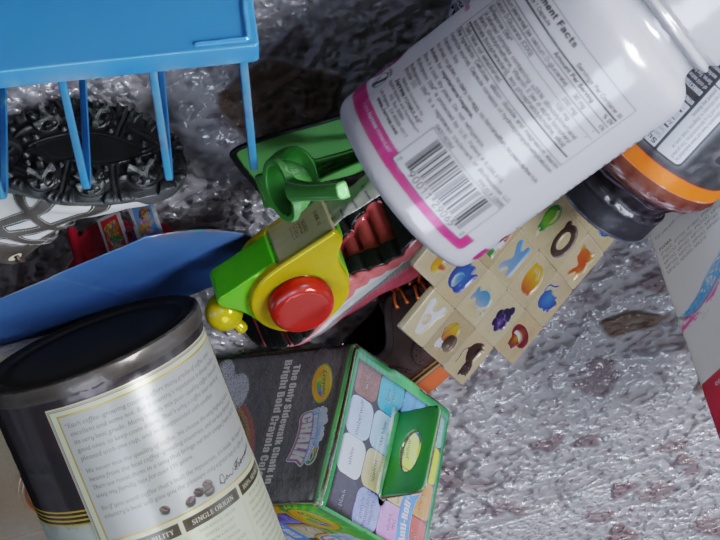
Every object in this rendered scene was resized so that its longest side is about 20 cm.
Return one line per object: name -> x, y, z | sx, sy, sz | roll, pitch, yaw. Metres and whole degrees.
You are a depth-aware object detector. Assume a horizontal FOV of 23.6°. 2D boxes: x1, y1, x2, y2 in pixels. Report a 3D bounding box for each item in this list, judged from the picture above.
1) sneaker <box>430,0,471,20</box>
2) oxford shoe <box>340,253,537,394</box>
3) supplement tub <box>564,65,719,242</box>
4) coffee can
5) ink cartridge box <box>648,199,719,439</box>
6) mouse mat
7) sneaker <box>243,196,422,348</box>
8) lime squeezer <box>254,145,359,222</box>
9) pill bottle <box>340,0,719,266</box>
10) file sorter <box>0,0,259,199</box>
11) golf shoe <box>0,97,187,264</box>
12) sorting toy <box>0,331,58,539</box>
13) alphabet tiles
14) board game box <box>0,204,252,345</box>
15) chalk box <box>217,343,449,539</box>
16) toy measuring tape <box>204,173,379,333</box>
sneaker -> 0.064, -0.176, 0.959 | 0.200, 0.075, 0.115 | 22, 129, -38
oxford shoe -> 0.055, 0.022, 1.209 | 0.072, 0.071, 0.200 | 17, 135, -24
supplement tub -> 0.205, -0.108, 1.036 | 0.107, 0.107, 0.200 | 18, 128, -30
coffee can -> -0.139, 0.136, 1.112 | 0.146, 0.146, 0.200 | -18, 104, 10
ink cartridge box -> 0.291, 0.032, 1.165 | 0.147, 0.200, 0.086 | 18, 134, -31
mouse mat -> 0.025, -0.086, 1.048 | 0.200, 0.008, 0.161 | -16, 171, 2
sneaker -> 0.000, 0.000, 1.169 | 0.200, 0.074, 0.087 | -33, 157, 36
lime squeezer -> -0.024, -0.048, 0.949 | 0.071, 0.200, 0.038 | 2, 101, 9
pill bottle -> 0.099, -0.102, 0.909 | 0.200, 0.113, 0.113 | -36, 135, 14
file sorter -> -0.158, -0.121, 0.933 | 0.200, 0.139, 0.123 | -6, 144, -4
golf shoe -> -0.202, -0.051, 1.068 | 0.200, 0.078, 0.095 | -2, 148, 4
sorting toy -> -0.253, 0.135, 1.206 | 0.185, 0.036, 0.200 | -14, 131, -16
alphabet tiles -> 0.109, -0.021, 1.121 | 0.200, 0.006, 0.166 | -51, 144, -2
board game box -> -0.167, -0.003, 1.135 | 0.200, 0.039, 0.158 | -21, 166, 16
chalk box -> -0.020, 0.135, 1.235 | 0.200, 0.125, 0.124 | -6, 149, 38
toy measuring tape -> -0.012, -0.016, 1.092 | 0.200, 0.074, 0.074 | -33, 137, 13
